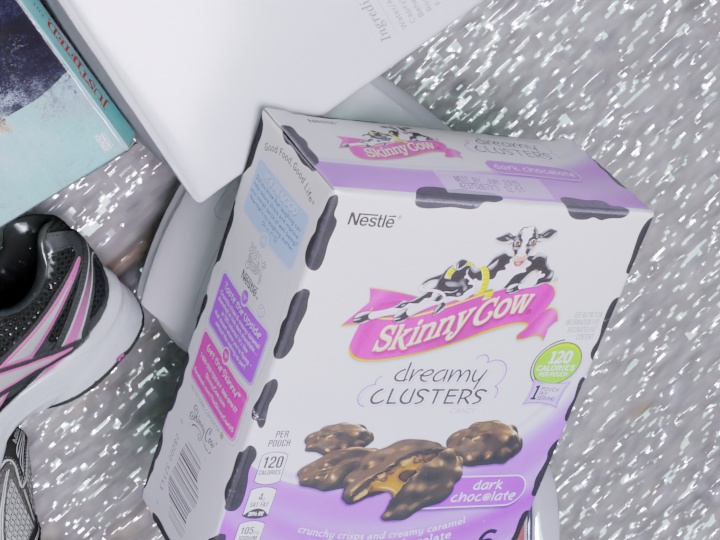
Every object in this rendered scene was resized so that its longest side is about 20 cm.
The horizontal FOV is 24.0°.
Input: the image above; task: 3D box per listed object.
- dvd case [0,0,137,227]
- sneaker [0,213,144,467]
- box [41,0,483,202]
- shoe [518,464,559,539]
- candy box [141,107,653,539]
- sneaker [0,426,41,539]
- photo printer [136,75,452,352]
[{"bbox_3d":[-0.219,-0.065,0.744,0.199,0.022,0.147,-27,112,18],"label":"dvd case"},{"bbox_3d":[-0.194,0.049,0.767,0.200,0.080,0.087,-50,139,-25],"label":"sneaker"},{"bbox_3d":[-0.035,-0.142,0.751,0.199,0.152,0.107,-36,112,-6],"label":"box"},{"bbox_3d":[0.038,0.187,0.899,0.090,0.071,0.202,9,104,-22],"label":"shoe"},{"bbox_3d":[0.014,0.039,0.740,0.166,0.072,0.201,2,120,-32],"label":"candy box"},{"bbox_3d":[-0.163,0.171,0.810,0.084,0.078,0.202,-3,77,-24],"label":"sneaker"},{"bbox_3d":[0.000,0.000,0.840,0.199,0.069,0.167,35,93,-22],"label":"photo printer"}]
